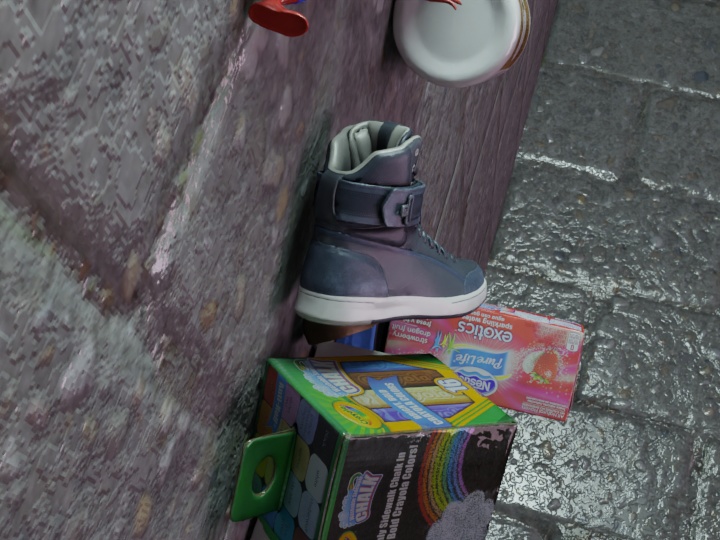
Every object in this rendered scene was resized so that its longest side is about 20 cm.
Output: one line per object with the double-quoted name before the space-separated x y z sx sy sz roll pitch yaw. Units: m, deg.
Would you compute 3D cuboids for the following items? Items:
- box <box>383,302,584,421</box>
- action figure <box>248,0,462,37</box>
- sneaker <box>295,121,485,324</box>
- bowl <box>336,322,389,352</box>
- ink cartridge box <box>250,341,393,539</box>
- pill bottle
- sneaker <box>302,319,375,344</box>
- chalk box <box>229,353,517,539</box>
"box" 0.129 0.085 1.107 0.100 0.198 0.096 -7 109 -79
"action figure" 0.011 -0.187 0.636 0.200 0.098 0.066 -63 165 -59
"sneaker" 0.039 -0.039 0.823 0.201 0.076 0.148 -3 102 -49
"bowl" 0.023 0.012 1.108 0.201 0.039 0.203 14 90 -80
"ink cartridge box" -0.024 0.184 0.956 0.146 0.084 0.201 85 21 -62
"pill bottle" 0.104 -0.236 1.005 0.200 0.113 0.116 -43 146 -72
"sneaker" 0.000 0.000 0.931 0.200 0.067 0.091 -22 97 -60
"chalk box" -0.008 0.143 0.782 0.124 0.198 0.126 36 -62 53
